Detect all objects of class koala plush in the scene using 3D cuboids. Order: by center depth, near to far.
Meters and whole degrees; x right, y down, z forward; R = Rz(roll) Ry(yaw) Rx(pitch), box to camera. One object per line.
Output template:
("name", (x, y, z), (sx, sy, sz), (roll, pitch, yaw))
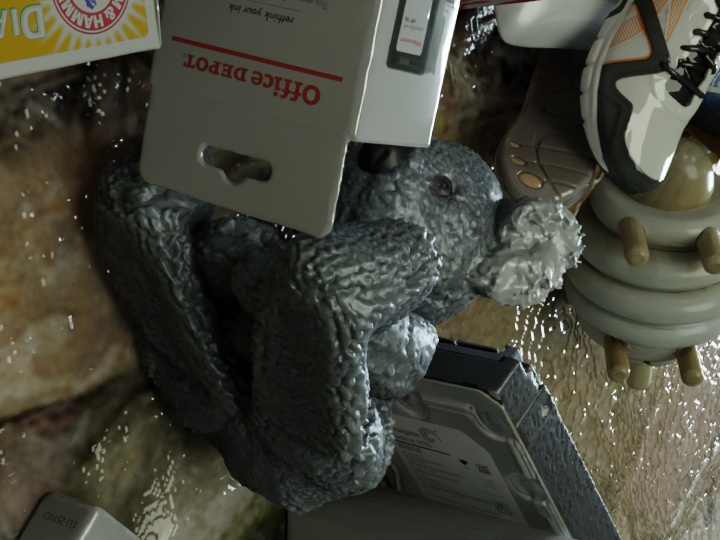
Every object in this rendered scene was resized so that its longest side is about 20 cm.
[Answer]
("koala plush", (0.000, 0.000, 0.712), (0.200, 0.176, 0.185), (-40, 137, -35))

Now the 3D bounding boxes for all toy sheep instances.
("toy sheep", (0.195, 0.001, 0.935), (0.137, 0.137, 0.201), (-29, 138, -40))

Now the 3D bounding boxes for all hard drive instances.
("hard drive", (0.069, 0.116, 0.811), (0.038, 0.139, 0.201), (-50, 129, -29))

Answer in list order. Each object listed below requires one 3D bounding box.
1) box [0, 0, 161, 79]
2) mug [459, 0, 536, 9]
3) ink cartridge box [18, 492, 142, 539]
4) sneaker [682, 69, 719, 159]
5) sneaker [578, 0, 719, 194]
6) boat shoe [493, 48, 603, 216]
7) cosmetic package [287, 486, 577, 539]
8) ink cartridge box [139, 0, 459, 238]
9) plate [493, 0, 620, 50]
("box", (-0.187, -0.119, 0.526), (0.199, 0.112, 0.102), (-21, 111, -44))
("mug", (0.051, -0.204, 0.699), (0.178, 0.199, 0.134), (-53, 129, -26))
("ink cartridge box", (-0.126, 0.236, 0.694), (0.200, 0.044, 0.177), (49, 61, -39))
("sneaker", (0.245, -0.118, 0.920), (0.075, 0.200, 0.088), (44, 84, -18))
("sneaker", (0.191, -0.142, 0.838), (0.073, 0.080, 0.202), (25, 77, -41))
("boat shoe", (0.132, -0.088, 0.906), (0.200, 0.075, 0.072), (-50, 162, -40))
("cosmetic package", (0.056, 0.166, 0.760), (0.082, 0.199, 0.051), (-7, 101, -45))
("ink cartridge box", (-0.020, -0.124, 0.611), (0.068, 0.115, 0.202), (-2, 107, -56))
("plate", (0.151, -0.239, 0.884), (0.199, 0.032, 0.202), (-4, 87, -42))
